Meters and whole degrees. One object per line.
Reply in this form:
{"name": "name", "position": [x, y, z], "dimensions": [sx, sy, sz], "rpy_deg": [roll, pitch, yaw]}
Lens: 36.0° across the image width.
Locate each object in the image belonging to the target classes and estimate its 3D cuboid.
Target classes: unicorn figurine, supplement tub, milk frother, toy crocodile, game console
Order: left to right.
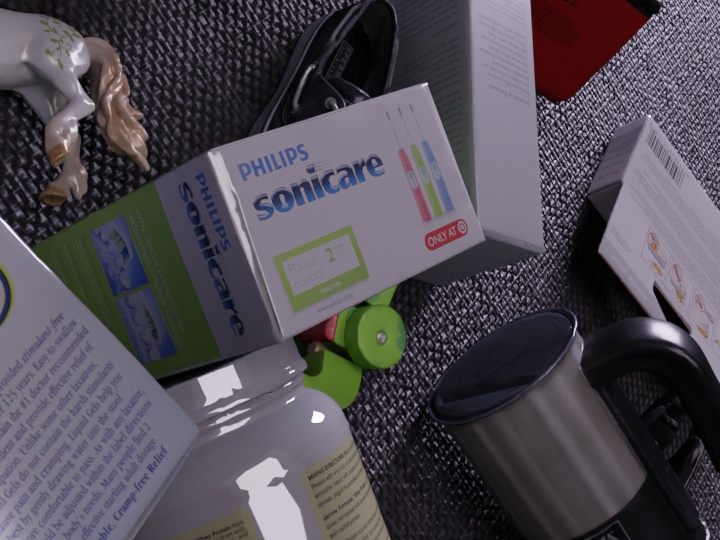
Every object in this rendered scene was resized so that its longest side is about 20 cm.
{"name": "unicorn figurine", "position": [-0.200, -0.113, 0.557], "dimensions": [0.199, 0.073, 0.139], "rpy_deg": [23, 52, -52]}
{"name": "supplement tub", "position": [-0.055, 0.147, 0.548], "dimensions": [0.144, 0.144, 0.203], "rpy_deg": [-22, 92, -44]}
{"name": "toy crocodile", "position": [0.000, 0.000, 0.685], "dimensions": [0.061, 0.067, 0.202], "rpy_deg": [34, 65, -31]}
{"name": "game console", "position": [0.138, -0.262, 0.877], "dimensions": [0.198, 0.172, 0.120], "rpy_deg": [25, 34, -34]}
{"name": "milk frother", "position": [0.165, 0.108, 0.790], "dimensions": [0.189, 0.179, 0.200], "rpy_deg": [55, 5, -14]}

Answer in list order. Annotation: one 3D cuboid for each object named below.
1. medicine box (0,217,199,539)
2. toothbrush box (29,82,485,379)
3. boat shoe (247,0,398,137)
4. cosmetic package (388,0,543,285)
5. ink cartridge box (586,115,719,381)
{"name": "medicine box", "position": [-0.196, 0.044, 0.424], "dimensions": [0.201, 0.181, 0.103], "rpy_deg": [49, 49, -19]}
{"name": "toothbrush box", "position": [-0.063, -0.009, 0.552], "dimensions": [0.145, 0.199, 0.087], "rpy_deg": [-25, 93, -44]}
{"name": "boat shoe", "position": [-0.019, -0.094, 0.709], "dimensions": [0.072, 0.067, 0.202], "rpy_deg": [38, 54, -27]}
{"name": "cosmetic package", "position": [0.064, -0.103, 0.766], "dimensions": [0.071, 0.101, 0.203], "rpy_deg": [15, 68, -39]}
{"name": "ink cartridge box", "position": [0.267, -0.003, 0.959], "dimensions": [0.200, 0.044, 0.177], "rpy_deg": [48, 50, -20]}
